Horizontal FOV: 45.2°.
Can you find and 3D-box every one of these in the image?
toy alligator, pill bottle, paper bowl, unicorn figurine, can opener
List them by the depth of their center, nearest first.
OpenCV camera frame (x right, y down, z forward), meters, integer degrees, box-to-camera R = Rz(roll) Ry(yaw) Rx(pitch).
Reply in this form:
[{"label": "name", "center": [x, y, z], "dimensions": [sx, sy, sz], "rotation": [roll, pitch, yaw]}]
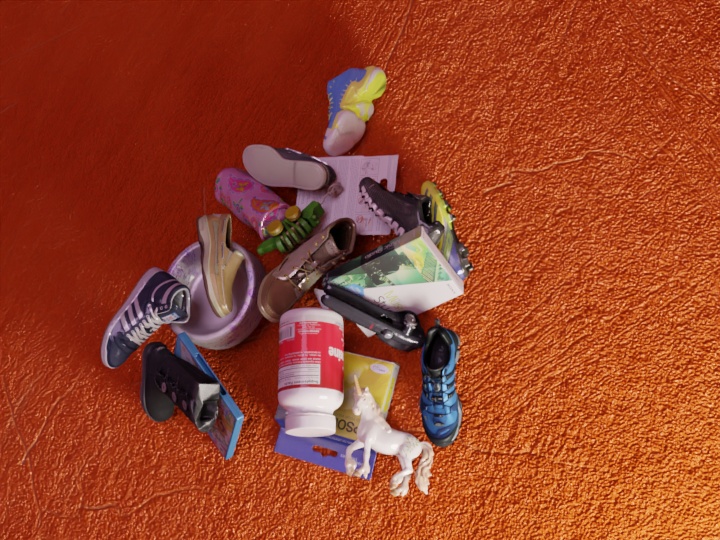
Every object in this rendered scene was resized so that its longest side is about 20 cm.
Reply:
[{"label": "unicorn figurine", "center": [0.033, 0.280, 1.418], "dimensions": [0.074, 0.199, 0.138], "rotation": [-24, 40, 61]}, {"label": "can opener", "center": [0.022, 0.082, 1.454], "dimensions": [0.079, 0.199, 0.064], "rotation": [-55, 19, 25]}, {"label": "pill bottle", "center": [-0.084, 0.173, 1.459], "dimensions": [0.111, 0.112, 0.202], "rotation": [-8, 69, 20]}, {"label": "toy alligator", "center": [-0.101, -0.087, 1.567], "dimensions": [0.200, 0.059, 0.054], "rotation": [-39, 41, -7]}, {"label": "paper bowl", "center": [-0.265, 0.048, 1.625], "dimensions": [0.199, 0.104, 0.203], "rotation": [-7, 70, 20]}]

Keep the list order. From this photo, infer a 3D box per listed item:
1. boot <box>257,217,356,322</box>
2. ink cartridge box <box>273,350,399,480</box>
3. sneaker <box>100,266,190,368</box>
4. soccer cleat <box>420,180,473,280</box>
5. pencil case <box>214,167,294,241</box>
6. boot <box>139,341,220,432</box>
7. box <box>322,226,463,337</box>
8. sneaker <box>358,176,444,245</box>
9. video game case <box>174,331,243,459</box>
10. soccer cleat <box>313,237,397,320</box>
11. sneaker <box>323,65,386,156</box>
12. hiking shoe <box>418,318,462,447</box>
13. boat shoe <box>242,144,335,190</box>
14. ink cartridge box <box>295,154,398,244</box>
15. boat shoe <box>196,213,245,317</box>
[{"label": "boot", "center": [-0.091, -0.005, 1.516], "dimensions": [0.154, 0.072, 0.200], "rotation": [-31, 18, 42]}, {"label": "ink cartridge box", "center": [-0.049, 0.239, 1.508], "dimensions": [0.196, 0.047, 0.202], "rotation": [10, 75, 24]}, {"label": "sneaker", "center": [-0.382, 0.097, 1.554], "dimensions": [0.108, 0.070, 0.201], "rotation": [21, 76, 31]}, {"label": "soccer cleat", "center": [0.132, -0.067, 1.523], "dimensions": [0.083, 0.065, 0.202], "rotation": [-23, 66, 14]}, {"label": "pencil case", "center": [-0.204, -0.126, 1.649], "dimensions": [0.088, 0.087, 0.200], "rotation": [-52, 48, -1]}, {"label": "boot", "center": [-0.319, 0.234, 1.546], "dimensions": [0.199, 0.065, 0.166], "rotation": [23, 124, 42]}, {"label": "box", "center": [0.055, 0.023, 1.466], "dimensions": [0.199, 0.145, 0.037], "rotation": [-27, 33, 22]}, {"label": "sneaker", "center": [0.077, -0.107, 1.505], "dimensions": [0.091, 0.066, 0.200], "rotation": [-45, 61, 11]}, {"label": "video game case", "center": [-0.280, 0.226, 1.558], "dimensions": [0.018, 0.144, 0.200], "rotation": [-23, 61, -33]}, {"label": "soccer cleat", "center": [0.000, 0.000, 1.555], "dimensions": [0.200, 0.069, 0.085], "rotation": [-46, 66, 8]}, {"label": "sneaker", "center": [-0.033, -0.312, 1.673], "dimensions": [0.104, 0.076, 0.201], "rotation": [21, 70, 37]}, {"label": "hiking shoe", "center": [0.124, 0.188, 1.429], "dimensions": [0.074, 0.087, 0.202], "rotation": [-7, 71, 20]}, {"label": "boat shoe", "center": [-0.135, -0.194, 1.634], "dimensions": [0.199, 0.062, 0.074], "rotation": [17, 109, 30]}, {"label": "ink cartridge box", "center": [-0.024, -0.133, 1.622], "dimensions": [0.198, 0.050, 0.163], "rotation": [1, 73, 19]}, {"label": "boat shoe", "center": [-0.244, -0.016, 1.547], "dimensions": [0.075, 0.072, 0.202], "rotation": [-13, 69, 0]}]
